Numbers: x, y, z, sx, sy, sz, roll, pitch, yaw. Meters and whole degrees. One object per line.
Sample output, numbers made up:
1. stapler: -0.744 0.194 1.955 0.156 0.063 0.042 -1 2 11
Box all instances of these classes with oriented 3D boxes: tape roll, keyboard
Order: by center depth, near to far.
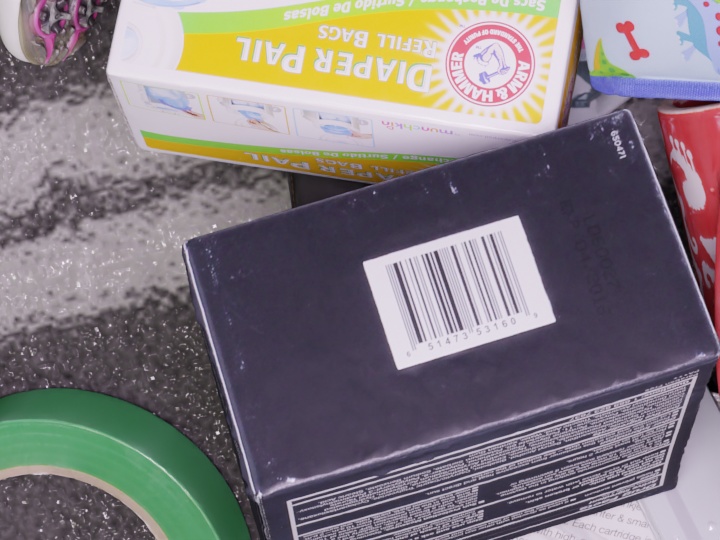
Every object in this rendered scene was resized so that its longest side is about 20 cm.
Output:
1. keyboard: 0.143 0.068 1.210 0.056 0.011 0.201 -19 66 -13
2. tape roll: -0.157 0.164 1.352 0.199 0.048 0.201 3 109 10

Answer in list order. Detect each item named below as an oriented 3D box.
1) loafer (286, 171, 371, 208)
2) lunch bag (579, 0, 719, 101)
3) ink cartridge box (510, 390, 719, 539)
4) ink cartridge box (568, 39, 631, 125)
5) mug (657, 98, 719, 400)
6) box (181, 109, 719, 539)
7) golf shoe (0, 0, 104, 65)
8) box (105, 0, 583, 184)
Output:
1. loafer: 0.000 0.000 1.223 0.073 0.072 0.201 6 127 45
2. lunch bag: 0.184 -0.160 1.012 0.199 0.127 0.171 5 121 28
3. ink cartridge box: 0.113 0.157 1.218 0.146 0.201 0.083 13 155 7
4. ink cartridge box: 0.062 -0.142 1.207 0.200 0.044 0.174 -37 99 20
5. mug: 0.209 0.011 1.092 0.133 0.178 0.201 -16 99 7
6. box: 0.036 0.044 1.105 0.199 0.199 0.124 -16 69 -5
7. golf shoe: -0.170 -0.200 1.224 0.092 0.073 0.201 2 100 29
8. box: -0.001 -0.106 1.130 0.199 0.101 0.113 8 74 6
